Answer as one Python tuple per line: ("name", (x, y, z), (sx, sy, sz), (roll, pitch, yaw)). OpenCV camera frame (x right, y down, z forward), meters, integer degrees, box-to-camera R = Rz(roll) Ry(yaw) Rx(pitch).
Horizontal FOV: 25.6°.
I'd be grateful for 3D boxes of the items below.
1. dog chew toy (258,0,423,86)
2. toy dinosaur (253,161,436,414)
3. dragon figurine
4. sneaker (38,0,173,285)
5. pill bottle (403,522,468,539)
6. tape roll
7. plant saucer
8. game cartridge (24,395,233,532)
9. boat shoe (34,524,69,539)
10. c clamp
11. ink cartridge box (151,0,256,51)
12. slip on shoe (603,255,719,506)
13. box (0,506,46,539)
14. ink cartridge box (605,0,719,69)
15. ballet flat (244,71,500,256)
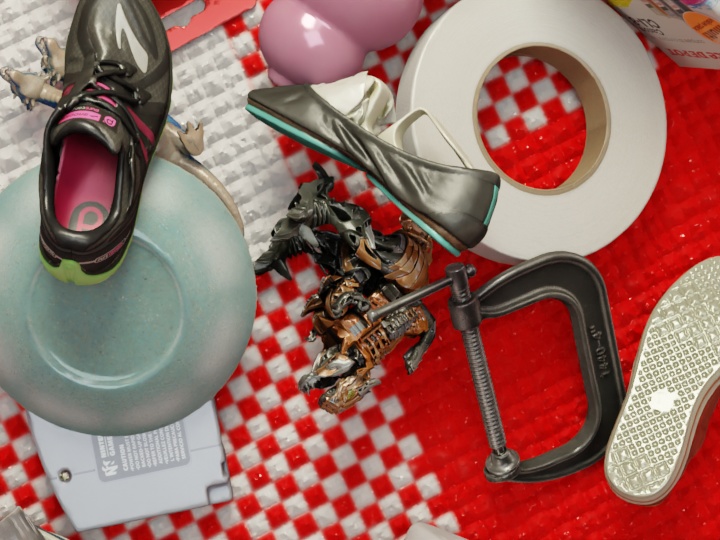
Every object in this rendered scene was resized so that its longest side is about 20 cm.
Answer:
("dog chew toy", (0.001, -0.210, 1.094), (0.124, 0.125, 0.201), (33, 94, -4))
("toy dinosaur", (0.000, 0.000, 1.106), (0.135, 0.102, 0.201), (30, 44, -5))
("dragon figurine", (-0.156, -0.094, 1.104), (0.199, 0.099, 0.059), (37, 83, -23))
("sneaker", (-0.159, -0.093, 0.993), (0.076, 0.084, 0.202), (5, 76, -7))
("pill bottle", (0.046, 0.288, 1.092), (0.110, 0.111, 0.202), (24, 88, -4))
("tape roll", (0.121, -0.104, 1.119), (0.200, 0.037, 0.205), (2, 84, -18))
("plant saucer", (-0.168, 0.021, 1.054), (0.198, 0.039, 0.203), (-1, 104, -3))
("game cartridge", (-0.171, 0.075, 1.114), (0.132, 0.040, 0.202), (-10, 90, -9))
("boat shoe", (-0.173, 0.240, 1.098), (0.199, 0.062, 0.075), (28, 89, -2))
("c clamp", (0.106, 0.072, 1.109), (0.170, 0.027, 0.202), (-28, 116, -13))
("ink cartridge box", (-0.164, -0.254, 1.102), (0.115, 0.067, 0.201), (-29, 92, -5))
("slip on shoe", (0.232, 0.079, 1.141), (0.073, 0.061, 0.201), (20, 74, 22))
("box", (-0.256, 0.278, 1.058), (0.199, 0.050, 0.158), (-38, 91, 21))
("ink cartridge box", (0.224, -0.249, 1.073), (0.199, 0.145, 0.145), (35, 87, -21))
("ballet flat", (0.013, -0.085, 1.053), (0.199, 0.068, 0.069), (35, 93, 22))
